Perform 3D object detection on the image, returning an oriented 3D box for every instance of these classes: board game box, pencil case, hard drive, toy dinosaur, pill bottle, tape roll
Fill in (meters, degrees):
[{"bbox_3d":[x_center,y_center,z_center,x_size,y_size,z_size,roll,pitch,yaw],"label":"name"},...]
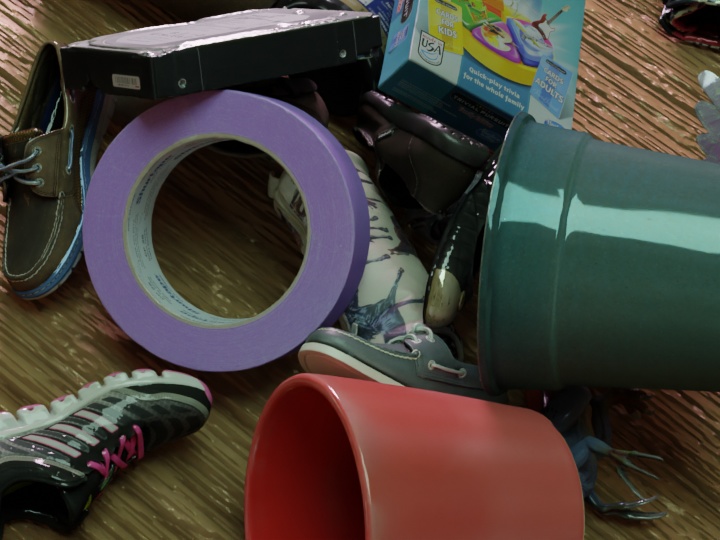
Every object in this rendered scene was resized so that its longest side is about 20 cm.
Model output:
[{"bbox_3d":[0.100,-0.194,1.719,0.151,0.047,0.200,27,50,-21],"label":"board game box"},{"bbox_3d":[0.000,0.000,1.645,0.089,0.078,0.200,-5,52,-34],"label":"pencil case"},{"bbox_3d":[-0.102,-0.162,1.613,0.200,0.038,0.140,-13,15,-33],"label":"hard drive"},{"bbox_3d":[0.152,0.150,1.586,0.200,0.105,0.182,8,52,39],"label":"toy dinosaur"},{"bbox_3d":[0.032,-0.220,1.803,0.112,0.112,0.200,38,55,17],"label":"pill bottle"},{"bbox_3d":[-0.096,-0.029,1.579,0.200,0.066,0.201,0,92,10],"label":"tape roll"}]

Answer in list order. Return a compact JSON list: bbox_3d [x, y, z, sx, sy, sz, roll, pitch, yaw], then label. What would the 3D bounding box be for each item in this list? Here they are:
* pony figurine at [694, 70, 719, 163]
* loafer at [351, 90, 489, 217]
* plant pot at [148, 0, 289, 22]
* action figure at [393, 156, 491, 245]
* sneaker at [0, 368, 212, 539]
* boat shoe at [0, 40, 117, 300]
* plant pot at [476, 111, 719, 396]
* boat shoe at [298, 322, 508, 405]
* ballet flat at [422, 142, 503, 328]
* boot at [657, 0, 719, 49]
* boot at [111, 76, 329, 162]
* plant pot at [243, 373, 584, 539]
[{"bbox_3d":[0.260,-0.035,1.676,0.166,0.193,0.200,-21,48,20],"label":"pony figurine"},{"bbox_3d":[0.031,-0.086,1.664,0.073,0.200,0.071,27,92,-17],"label":"loafer"},{"bbox_3d":[-0.130,-0.281,1.792,0.200,0.187,0.187,44,55,7],"label":"plant pot"},{"bbox_3d":[0.113,-0.034,1.704,0.130,0.069,0.200,-30,60,-22],"label":"action figure"},{"bbox_3d":[-0.190,0.132,1.506,0.199,0.074,0.088,-15,56,-17],"label":"sneaker"},{"bbox_3d":[-0.240,-0.078,1.630,0.072,0.072,0.200,-9,61,32],"label":"boat shoe"},{"bbox_3d":[0.196,0.000,1.512,0.196,0.200,0.200,7,50,13],"label":"plant pot"},{"bbox_3d":[0.035,0.070,1.546,0.200,0.073,0.062,27,72,-40],"label":"boat shoe"},{"bbox_3d":[0.096,-0.028,1.608,0.057,0.067,0.200,25,49,10],"label":"ballet flat"},{"bbox_3d":[0.273,-0.284,1.932,0.203,0.074,0.154,17,54,3],"label":"boot"},{"bbox_3d":[-0.124,-0.126,1.682,0.199,0.070,0.146,-2,21,-11],"label":"boot"},{"bbox_3d":[0.039,0.166,1.463,0.177,0.201,0.201,-1,52,-27],"label":"plant pot"}]
